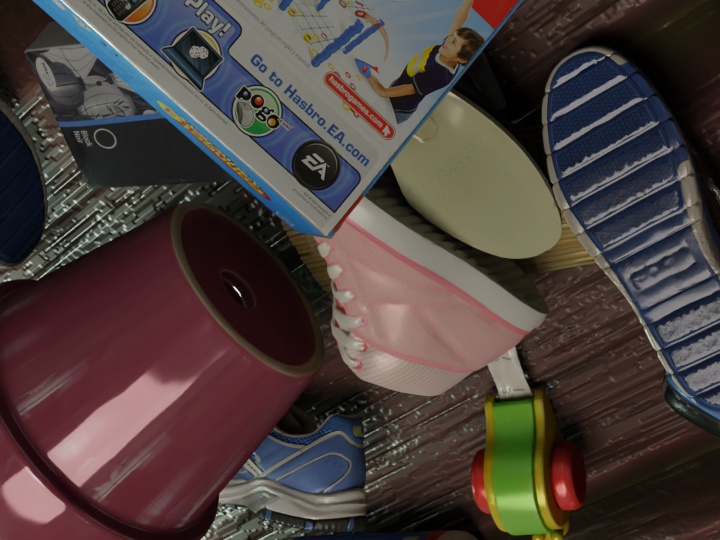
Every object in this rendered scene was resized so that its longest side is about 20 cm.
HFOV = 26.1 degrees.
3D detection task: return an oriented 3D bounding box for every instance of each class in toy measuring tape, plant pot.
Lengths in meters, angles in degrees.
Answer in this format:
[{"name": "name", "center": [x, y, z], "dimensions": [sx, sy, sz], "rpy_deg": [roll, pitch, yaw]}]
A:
[{"name": "toy measuring tape", "center": [0.092, 0.102, 0.944], "dimensions": [0.073, 0.074, 0.200], "rpy_deg": [-4, 130, 25]}, {"name": "plant pot", "center": [-0.128, 0.062, 0.927], "dimensions": [0.179, 0.200, 0.200], "rpy_deg": [-38, 109, 20]}]

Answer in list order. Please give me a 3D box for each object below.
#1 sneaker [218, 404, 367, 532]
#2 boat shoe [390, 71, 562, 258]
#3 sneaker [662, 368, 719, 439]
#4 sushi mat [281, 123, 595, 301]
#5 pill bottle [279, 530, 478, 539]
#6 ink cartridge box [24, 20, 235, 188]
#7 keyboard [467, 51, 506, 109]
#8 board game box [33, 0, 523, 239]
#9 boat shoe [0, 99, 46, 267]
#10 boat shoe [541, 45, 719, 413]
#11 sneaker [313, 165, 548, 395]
[{"name": "sneaker", "center": [-0.075, 0.122, 1.045], "dimensions": [0.200, 0.076, 0.077], "rpy_deg": [7, 88, 31]}, {"name": "boat shoe", "center": [0.033, -0.084, 0.799], "dimensions": [0.201, 0.063, 0.074], "rpy_deg": [40, 128, -19]}, {"name": "sneaker", "center": [0.253, 0.116, 0.895], "dimensions": [0.199, 0.071, 0.083], "rpy_deg": [33, 127, -11]}, {"name": "sushi mat", "center": [0.048, -0.029, 0.892], "dimensions": [0.200, 0.012, 0.096], "rpy_deg": [-11, 126, 30]}, {"name": "pill bottle", "center": [-0.013, 0.240, 1.082], "dimensions": [0.200, 0.112, 0.112], "rpy_deg": [-7, 126, 27]}, {"name": "ink cartridge box", "center": [-0.081, -0.099, 0.867], "dimensions": [0.200, 0.039, 0.100], "rpy_deg": [-3, 127, 24]}, {"name": "keyboard", "center": [0.011, -0.158, 0.792], "dimensions": [0.056, 0.011, 0.200], "rpy_deg": [-17, 121, 22]}, {"name": "board game box", "center": [-0.032, -0.153, 0.699], "dimensions": [0.200, 0.196, 0.056], "rpy_deg": [42, 171, -15]}, {"name": "boat shoe", "center": [-0.257, -0.087, 0.924], "dimensions": [0.072, 0.072, 0.200], "rpy_deg": [10, 137, 37]}, {"name": "boat shoe", "center": [0.156, -0.024, 0.805], "dimensions": [0.072, 0.072, 0.200], "rpy_deg": [-24, 91, 27]}, {"name": "sneaker", "center": [0.000, 0.000, 0.848], "dimensions": [0.200, 0.075, 0.105], "rpy_deg": [36, 113, -25]}]
